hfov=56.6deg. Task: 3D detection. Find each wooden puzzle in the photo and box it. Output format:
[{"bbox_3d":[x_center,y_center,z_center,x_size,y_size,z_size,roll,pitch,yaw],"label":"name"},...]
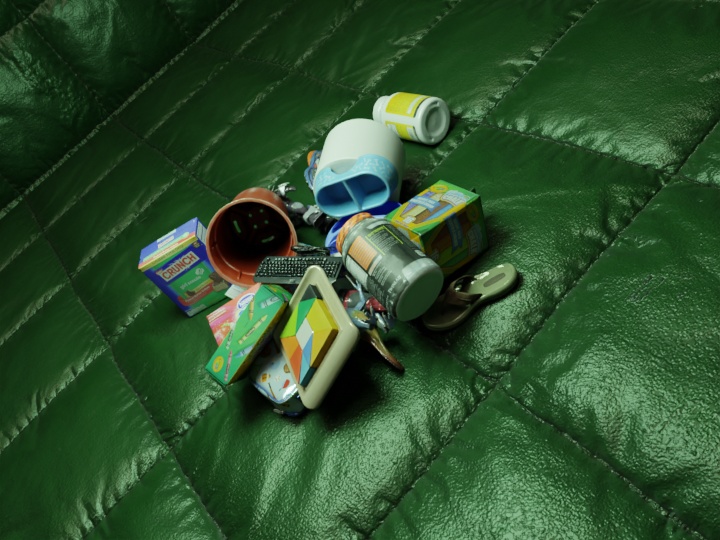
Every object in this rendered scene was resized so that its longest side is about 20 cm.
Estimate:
[{"bbox_3d":[-0.091,0.118,1.222,0.187,0.037,0.201,-59,42,22],"label":"wooden puzzle"}]

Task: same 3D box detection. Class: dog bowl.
[{"bbox_3d":[-0.014,-0.176,1.437,0.197,0.112,0.050,-14,39,27],"label":"dog bowl"}]

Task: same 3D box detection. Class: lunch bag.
[{"bbox_3d":[-0.120,0.186,1.321,0.159,0.076,0.201,25,69,44],"label":"lunch bag"}]

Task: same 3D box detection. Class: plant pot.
[{"bbox_3d":[-0.238,-0.091,1.520,0.198,0.203,0.196,-30,20,8],"label":"plant pot"}]

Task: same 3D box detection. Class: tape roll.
[{"bbox_3d":[0.000,-0.222,1.531,0.199,0.204,0.141,-13,43,26],"label":"tape roll"}]

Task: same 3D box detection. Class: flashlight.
[{"bbox_3d":[0.038,0.067,1.322,0.197,0.068,0.069,-3,48,36],"label":"flashlight"}]

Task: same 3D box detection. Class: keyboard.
[{"bbox_3d":[-0.126,-0.019,1.366,0.196,0.040,0.105,1,43,24],"label":"keyboard"}]

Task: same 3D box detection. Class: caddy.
[{"bbox_3d":[0.018,-0.074,1.444,0.196,0.105,0.143,-16,42,25],"label":"caddy"}]

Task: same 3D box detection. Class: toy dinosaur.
[{"bbox_3d":[-0.023,0.100,1.272,0.180,0.103,0.205,-15,83,51],"label":"toy dinosaur"}]

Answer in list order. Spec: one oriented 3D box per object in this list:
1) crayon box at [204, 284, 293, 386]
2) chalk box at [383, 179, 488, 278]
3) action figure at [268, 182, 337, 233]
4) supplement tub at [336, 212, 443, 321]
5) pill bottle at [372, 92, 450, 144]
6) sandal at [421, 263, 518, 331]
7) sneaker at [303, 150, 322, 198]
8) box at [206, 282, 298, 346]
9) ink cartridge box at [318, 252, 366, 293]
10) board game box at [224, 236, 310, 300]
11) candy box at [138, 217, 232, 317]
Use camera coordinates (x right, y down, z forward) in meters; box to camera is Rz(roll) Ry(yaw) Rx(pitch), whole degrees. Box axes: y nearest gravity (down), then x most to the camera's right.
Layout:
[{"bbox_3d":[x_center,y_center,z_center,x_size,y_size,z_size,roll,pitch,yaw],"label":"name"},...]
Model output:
[{"bbox_3d":[-0.212,0.124,1.320,0.058,0.119,0.202,36,94,8],"label":"crayon box"},{"bbox_3d":[0.167,-0.086,1.312,0.198,0.127,0.123,-33,36,-19],"label":"chalk box"},{"bbox_3d":[-0.154,-0.149,1.645,0.197,0.131,0.070,24,70,30],"label":"action figure"},{"bbox_3d":[0.049,-0.012,1.228,0.122,0.123,0.200,-41,56,-6],"label":"supplement tub"},{"bbox_3d":[0.121,-0.384,1.670,0.112,0.112,0.199,-48,40,-14],"label":"pill bottle"},{"bbox_3d":[0.196,0.038,1.237,0.199,0.058,0.080,-33,38,5],"label":"sandal"},{"bbox_3d":[-0.099,-0.257,1.746,0.077,0.076,0.203,-18,44,16],"label":"sneaker"},{"bbox_3d":[-0.217,0.097,1.438,0.198,0.095,0.101,-32,71,7],"label":"box"},{"bbox_3d":[0.000,0.000,1.392,0.196,0.100,0.040,-10,45,29],"label":"ink cartridge box"},{"bbox_3d":[-0.213,0.012,1.589,0.152,0.041,0.201,20,65,47],"label":"board game box"},{"bbox_3d":[-0.408,-0.004,1.627,0.167,0.201,0.078,-27,39,11],"label":"candy box"}]
